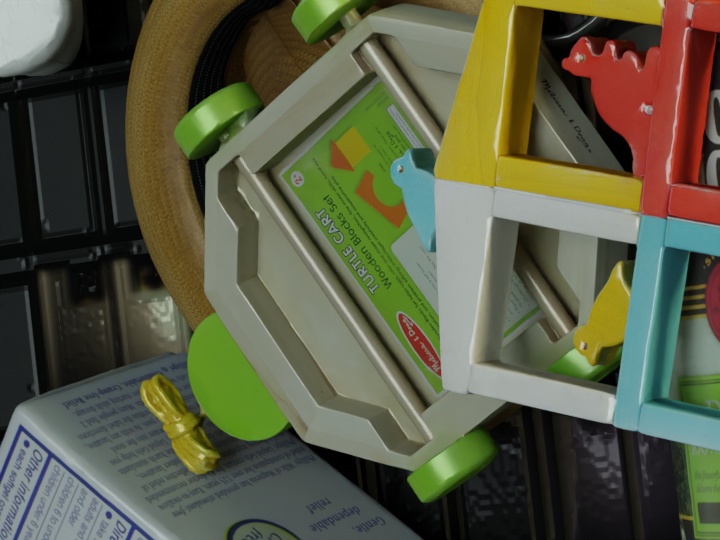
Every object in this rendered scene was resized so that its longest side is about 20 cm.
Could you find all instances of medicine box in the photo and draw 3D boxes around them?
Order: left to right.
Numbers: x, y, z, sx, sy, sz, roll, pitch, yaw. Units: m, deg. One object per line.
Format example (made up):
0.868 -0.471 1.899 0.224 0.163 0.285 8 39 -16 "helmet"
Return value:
-0.056 0.164 1.051 0.200 0.103 0.183 37 120 22 "medicine box"

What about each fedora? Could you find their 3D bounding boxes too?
0.010 -0.039 1.033 0.200 0.082 0.202 8 106 28 "fedora"

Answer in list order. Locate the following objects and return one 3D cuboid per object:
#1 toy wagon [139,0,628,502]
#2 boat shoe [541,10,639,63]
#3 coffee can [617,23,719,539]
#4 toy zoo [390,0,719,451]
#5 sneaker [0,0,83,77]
0.000 0.000 0.972 0.200 0.040 0.156 -40 80 36 "toy wagon"
0.113 -0.159 0.991 0.067 0.057 0.201 31 106 25 "boat shoe"
0.165 0.016 0.916 0.146 0.146 0.201 -8 88 29 "coffee can"
0.093 -0.016 0.862 0.199 0.020 0.132 12 99 33 "toy zoo"
-0.158 -0.169 1.124 0.075 0.088 0.201 -19 89 10 "sneaker"
